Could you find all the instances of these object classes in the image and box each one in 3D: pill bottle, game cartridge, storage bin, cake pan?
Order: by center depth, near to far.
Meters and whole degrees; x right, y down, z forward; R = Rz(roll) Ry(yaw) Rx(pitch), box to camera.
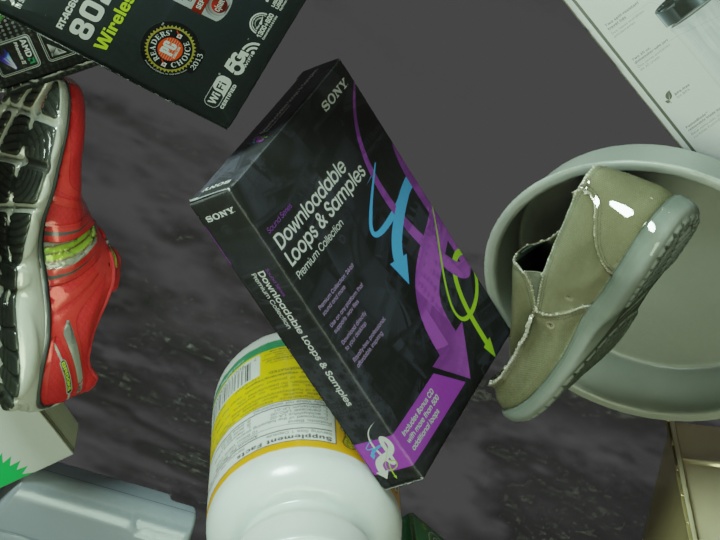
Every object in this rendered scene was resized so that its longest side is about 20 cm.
[{"bbox_3d":[0.172,0.005,1.185,0.199,0.037,0.201,12,135,12],"label":"cake pan"},{"bbox_3d":[-0.033,0.129,1.187,0.112,0.200,0.113,-1,118,-1],"label":"pill bottle"},{"bbox_3d":[0.223,0.224,1.253,0.093,0.199,0.201,8,118,-3],"label":"storage bin"},{"bbox_3d":[-0.199,0.217,1.322,0.133,0.042,0.201,15,116,-15],"label":"game cartridge"}]

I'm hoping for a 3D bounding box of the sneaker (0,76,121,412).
[{"bbox_3d":[-0.177,-0.018,1.185,0.085,0.077,0.201,-7,111,-41],"label":"sneaker"}]

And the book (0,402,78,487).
[{"bbox_3d":[-0.280,0.057,1.231,0.133,0.048,0.200,-26,119,14],"label":"book"}]

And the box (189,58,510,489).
[{"bbox_3d":[0.000,0.000,1.144,0.036,0.143,0.200,-20,113,38],"label":"box"}]

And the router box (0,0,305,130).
[{"bbox_3d":[-0.086,-0.192,1.043,0.149,0.062,0.200,26,114,-16],"label":"router box"}]

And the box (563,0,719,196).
[{"bbox_3d":[0.205,-0.131,1.141,0.117,0.060,0.200,-37,114,16],"label":"box"}]

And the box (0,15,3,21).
[{"bbox_3d":[-0.322,-0.148,1.062,0.176,0.097,0.200,-24,118,30],"label":"box"}]

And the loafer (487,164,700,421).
[{"bbox_3d":[0.119,0.010,1.144,0.070,0.075,0.200,43,137,12],"label":"loafer"}]

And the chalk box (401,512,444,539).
[{"bbox_3d":[0.029,0.250,1.299,0.124,0.125,0.200,-40,114,17],"label":"chalk box"}]

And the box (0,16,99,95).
[{"bbox_3d":[-0.140,-0.214,1.089,0.192,0.048,0.201,-16,118,8],"label":"box"}]
